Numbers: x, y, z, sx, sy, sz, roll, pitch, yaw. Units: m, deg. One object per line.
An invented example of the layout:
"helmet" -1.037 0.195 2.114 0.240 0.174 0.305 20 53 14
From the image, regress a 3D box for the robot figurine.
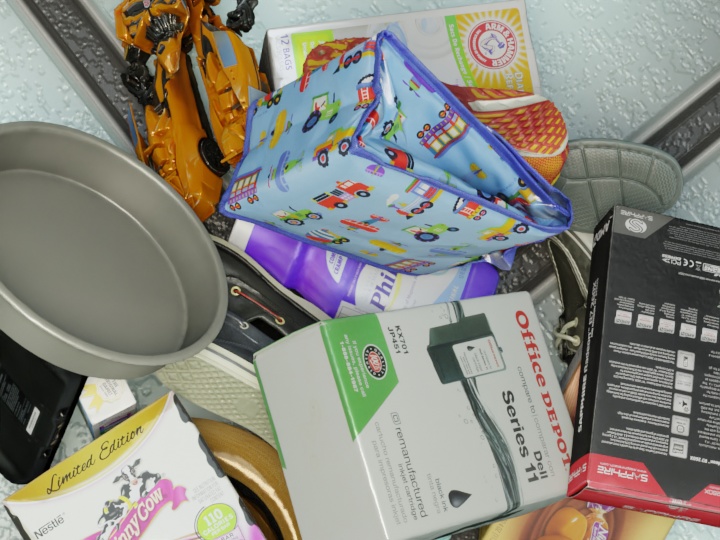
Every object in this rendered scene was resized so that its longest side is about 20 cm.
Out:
"robot figurine" -0.122 -0.141 1.226 0.058 0.144 0.202 13 51 -48

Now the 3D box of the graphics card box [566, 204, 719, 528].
"graphics card box" 0.211 0.065 1.140 0.124 0.051 0.202 11 69 -7

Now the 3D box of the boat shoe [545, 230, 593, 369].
"boat shoe" 0.180 0.049 1.264 0.063 0.071 0.202 -26 84 -12

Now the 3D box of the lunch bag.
"lunch bag" 0.033 -0.050 1.129 0.199 0.150 0.095 31 59 -29

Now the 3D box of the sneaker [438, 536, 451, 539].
"sneaker" 0.028 0.263 1.200 0.085 0.078 0.203 7 80 -14

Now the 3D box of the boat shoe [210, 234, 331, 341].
"boat shoe" -0.091 0.036 1.225 0.200 0.074 0.063 33 38 -1

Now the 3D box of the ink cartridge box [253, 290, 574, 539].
"ink cartridge box" 0.044 0.101 1.115 0.199 0.083 0.148 -8 75 -44

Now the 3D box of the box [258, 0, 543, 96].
"box" 0.030 -0.124 1.264 0.197 0.101 0.114 -7 80 -8

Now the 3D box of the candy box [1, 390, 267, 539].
"candy box" -0.126 0.201 1.115 0.136 0.061 0.201 -33 80 -9

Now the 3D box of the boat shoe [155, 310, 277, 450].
"boat shoe" -0.048 0.086 1.167 0.199 0.075 0.063 30 44 -10

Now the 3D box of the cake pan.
"cake pan" -0.178 -0.010 1.085 0.199 0.037 0.201 28 35 -21

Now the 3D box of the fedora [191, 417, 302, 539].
"fedora" -0.121 0.201 1.190 0.198 0.082 0.203 1 77 -3

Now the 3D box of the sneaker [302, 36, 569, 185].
"sneaker" 0.047 -0.101 1.177 0.198 0.077 0.073 25 59 14

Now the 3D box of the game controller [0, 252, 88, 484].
"game controller" -0.235 0.071 1.145 0.104 0.200 0.042 41 52 7

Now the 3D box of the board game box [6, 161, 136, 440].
"board game box" -0.214 0.019 1.188 0.034 0.134 0.202 -25 83 -11

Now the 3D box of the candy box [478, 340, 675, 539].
"candy box" 0.180 0.137 1.215 0.116 0.056 0.201 29 101 2

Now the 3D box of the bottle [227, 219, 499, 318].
"bottle" 0.000 0.000 1.253 0.198 0.065 0.084 22 70 -2

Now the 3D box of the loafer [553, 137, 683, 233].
"loafer" 0.133 -0.065 1.237 0.197 0.063 0.073 -8 112 6
